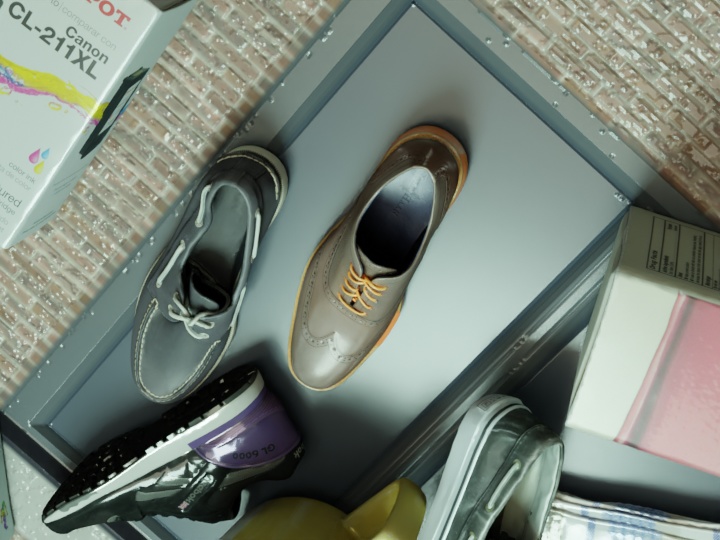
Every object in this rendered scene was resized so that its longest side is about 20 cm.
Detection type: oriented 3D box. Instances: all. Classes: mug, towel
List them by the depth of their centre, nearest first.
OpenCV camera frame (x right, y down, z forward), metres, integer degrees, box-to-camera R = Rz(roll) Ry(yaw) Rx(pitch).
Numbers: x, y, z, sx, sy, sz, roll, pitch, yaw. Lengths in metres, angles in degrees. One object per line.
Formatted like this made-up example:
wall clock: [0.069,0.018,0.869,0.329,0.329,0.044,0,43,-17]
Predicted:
mug: [-0.035,0.226,1.053,0.186,0.153,0.150,-9,106,15]
towel: [0.157,0.219,1.078,0.199,0.024,0.147,9,112,12]

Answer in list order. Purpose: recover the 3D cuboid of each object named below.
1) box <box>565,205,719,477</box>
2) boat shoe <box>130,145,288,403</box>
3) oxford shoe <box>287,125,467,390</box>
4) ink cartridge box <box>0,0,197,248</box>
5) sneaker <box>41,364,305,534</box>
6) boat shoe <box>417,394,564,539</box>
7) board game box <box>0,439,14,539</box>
box: [0.237,0.055,0.947,0.199,0.128,0.109,18,112,7]
boat shoe: [-0.111,0.010,1.046,0.073,0.063,0.200,28,112,2]
oxford shoe: [0.000,0.000,1.011,0.071,0.073,0.200,27,112,2]
ink cartridge box: [-0.221,-0.141,1.009,0.146,0.083,0.200,37,113,-1]
sneaker: [-0.131,0.152,1.096,0.200,0.076,0.088,-30,106,20]
boat shoe: [0.082,0.181,1.019,0.071,0.072,0.201,35,124,46]
board game box: [-0.340,0.111,1.133,0.147,0.064,0.201,0,107,13]
